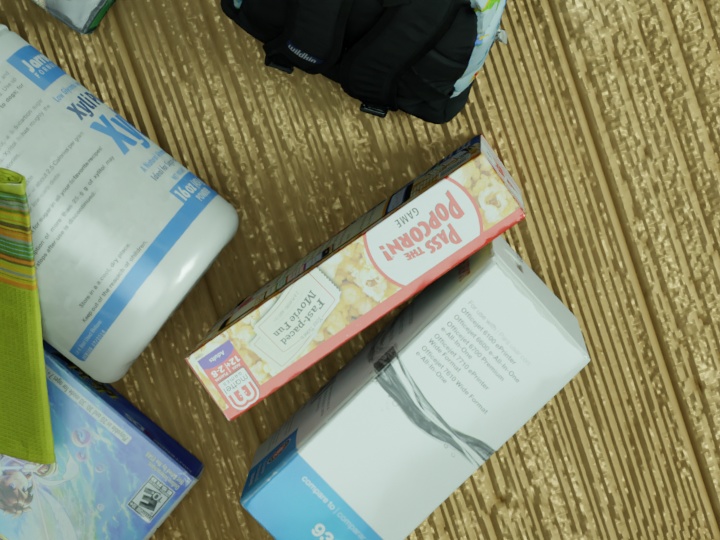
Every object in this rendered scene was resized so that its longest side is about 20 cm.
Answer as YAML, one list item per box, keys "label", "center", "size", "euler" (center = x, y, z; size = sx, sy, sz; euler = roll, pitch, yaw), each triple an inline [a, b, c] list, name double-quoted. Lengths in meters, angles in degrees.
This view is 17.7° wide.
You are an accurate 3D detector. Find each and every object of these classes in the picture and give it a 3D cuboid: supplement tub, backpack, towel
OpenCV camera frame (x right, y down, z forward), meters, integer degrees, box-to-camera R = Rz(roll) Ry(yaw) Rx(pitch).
- label: "supplement tub"
  center: [-0.183, -0.042, 1.338]
  size: [0.200, 0.132, 0.132]
  euler: [39, 97, -3]
- label: "backpack"
  center: [0.015, -0.175, 1.277]
  size: [0.163, 0.200, 0.154]
  euler: [27, 87, 0]
- label: "towel"
  center: [-0.219, 0.024, 1.305]
  size: [0.086, 0.018, 0.201]
  euler: [13, 127, 19]

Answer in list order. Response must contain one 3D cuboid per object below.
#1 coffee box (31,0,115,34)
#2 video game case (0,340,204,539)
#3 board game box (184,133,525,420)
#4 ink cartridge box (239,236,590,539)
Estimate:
- label: "coffee box"
  center: [-0.209, -0.243, 1.357]
  size: [0.200, 0.044, 0.123]
  euler: [36, 99, -1]
- label: "video game case"
  center: [-0.229, 0.127, 1.404]
  size: [0.200, 0.045, 0.181]
  euler: [40, 98, -3]
- label: "board game box"
  center: [0.000, 0.000, 1.324]
  size: [0.200, 0.152, 0.046]
  euler: [-35, 94, 7]
- label: "ink cartridge box"
  center: [0.032, 0.079, 1.334]
  size: [0.200, 0.145, 0.084]
  euler: [-44, 94, 7]
